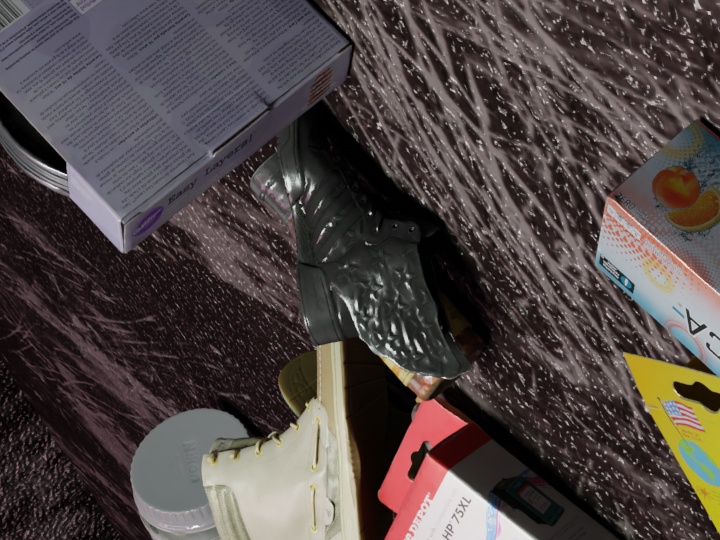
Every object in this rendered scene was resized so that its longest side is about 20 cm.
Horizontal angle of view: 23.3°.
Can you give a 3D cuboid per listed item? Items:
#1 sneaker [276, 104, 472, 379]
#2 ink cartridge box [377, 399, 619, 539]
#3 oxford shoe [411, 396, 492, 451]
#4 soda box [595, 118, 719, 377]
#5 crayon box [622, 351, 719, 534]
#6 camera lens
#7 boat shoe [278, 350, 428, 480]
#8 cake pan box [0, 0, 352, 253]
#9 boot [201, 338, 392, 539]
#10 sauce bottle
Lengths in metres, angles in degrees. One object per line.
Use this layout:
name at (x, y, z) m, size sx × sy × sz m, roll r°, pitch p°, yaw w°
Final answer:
sneaker at (0.008, -0.023, 1.159) m, size 0.060 × 0.103 × 0.202 m, roll 24°, pitch -122°, yaw -74°
ink cartridge box at (0.089, 0.198, 1.276) m, size 0.199 × 0.067 × 0.117 m, roll 37°, pitch 124°, yaw 20°
oxford shoe at (0.090, 0.184, 1.346) m, size 0.201 × 0.073 × 0.071 m, roll 56°, pitch 162°, yaw -14°
soda box at (0.199, 0.027, 0.789) m, size 0.200 × 0.063 × 0.069 m, roll 45°, pitch 161°, yaw 22°
crayon box at (0.229, 0.116, 0.908) m, size 0.201 × 0.051 × 0.127 m, roll 58°, pitch 161°, yaw -22°
camera lens at (-0.165, 0.276, 2.007) m, size 0.160 × 0.160 × 0.201 m, roll 35°, pitch 157°, yaw 40°
boat shoe at (0.008, 0.137, 1.464) m, size 0.200 × 0.073 × 0.063 m, roll 29°, pitch 148°, yaw 34°
cake pan box at (-0.135, -0.134, 1.075) m, size 0.184 × 0.200 × 0.052 m, roll 43°, pitch 159°, yaw 15°
boot at (-0.055, 0.132, 1.405) m, size 0.153 × 0.072 × 0.202 m, roll -3°, pitch 93°, yaw 31°
sauce bottle at (0.000, 0.000, 1.222) m, size 0.200 × 0.066 × 0.066 m, roll 46°, pitch 162°, yaw 12°
